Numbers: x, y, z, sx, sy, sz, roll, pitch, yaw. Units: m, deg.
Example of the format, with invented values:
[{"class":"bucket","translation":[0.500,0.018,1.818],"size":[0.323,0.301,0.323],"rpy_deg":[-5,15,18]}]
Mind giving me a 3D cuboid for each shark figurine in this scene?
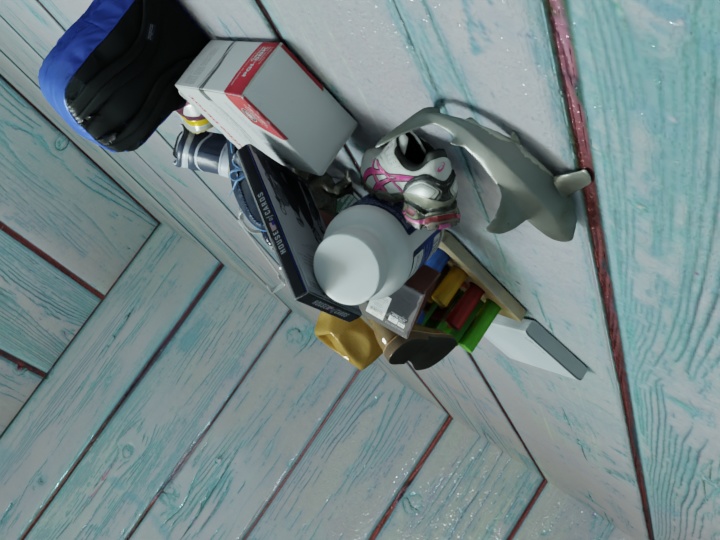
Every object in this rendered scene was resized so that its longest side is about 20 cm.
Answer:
[{"class":"shark figurine","translation":[0.122,-0.083,0.846],"size":[0.213,0.090,0.128],"rpy_deg":[36,169,-6]}]

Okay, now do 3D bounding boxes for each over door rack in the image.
[{"class":"over door rack","translation":[-0.172,-0.085,1.668],"size":[0.149,0.066,0.202],"rpy_deg":[-100,-6,-46]}]

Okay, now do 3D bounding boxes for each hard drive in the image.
[{"class":"hard drive","translation":[0.258,0.114,1.455],"size":[0.131,0.027,0.199],"rpy_deg":[40,169,-19]}]

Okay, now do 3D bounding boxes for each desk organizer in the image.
[{"class":"desk organizer","translation":[0.000,0.000,1.205],"size":[0.198,0.073,0.077],"rpy_deg":[28,-149,13]}]

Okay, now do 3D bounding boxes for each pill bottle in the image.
[{"class":"pill bottle","translation":[0.021,-0.032,1.078],"size":[0.110,0.112,0.200],"rpy_deg":[34,-152,9]}]

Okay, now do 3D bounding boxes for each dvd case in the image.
[{"class":"dvd case","translation":[-0.071,-0.042,1.084],"size":[0.150,0.025,0.202],"rpy_deg":[29,-144,-63]}]

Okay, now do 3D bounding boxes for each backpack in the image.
[{"class":"backpack","translation":[-0.312,-0.261,1.181],"size":[0.167,0.201,0.162],"rpy_deg":[26,167,45]}]

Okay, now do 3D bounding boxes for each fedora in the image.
[{"class":"fedora","translation":[-0.012,0.090,1.374],"size":[0.200,0.082,0.201],"rpy_deg":[37,165,11]}]

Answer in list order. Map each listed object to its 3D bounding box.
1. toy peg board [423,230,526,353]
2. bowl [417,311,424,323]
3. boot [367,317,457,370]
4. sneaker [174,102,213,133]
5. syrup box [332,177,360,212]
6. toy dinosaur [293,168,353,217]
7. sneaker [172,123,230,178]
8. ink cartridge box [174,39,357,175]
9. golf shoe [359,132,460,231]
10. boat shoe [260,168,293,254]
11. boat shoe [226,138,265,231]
[{"class":"toy peg board","translation":[0.108,0.026,1.358],"size":[0.199,0.098,0.199],"rpy_deg":[42,169,-30]},{"class":"bowl","translation":[0.014,0.028,1.372],"size":[0.200,0.040,0.201],"rpy_deg":[37,166,11]},{"class":"boot","translation":[0.075,0.091,1.277],"size":[0.076,0.074,0.199],"rpy_deg":[52,-166,26]},{"class":"sneaker","translation":[-0.282,-0.287,1.381],"size":[0.199,0.075,0.091],"rpy_deg":[33,149,37]},{"class":"syrup box","translation":[-0.072,-0.100,1.453],"size":[0.081,0.079,0.199],"rpy_deg":[41,169,-28]},{"class":"toy dinosaur","translation":[-0.056,-0.087,1.301],"size":[0.100,0.204,0.077],"rpy_deg":[-8,179,1]},{"class":"sneaker","translation":[-0.230,-0.188,1.438],"size":[0.107,0.071,0.200],"rpy_deg":[13,-171,2]},{"class":"ink cartridge box","translation":[-0.119,-0.204,1.117],"size":[0.147,0.083,0.199],"rpy_deg":[42,169,-35]},{"class":"golf shoe","translation":[0.055,-0.117,1.017],"size":[0.200,0.071,0.094],"rpy_deg":[-140,42,-58]},{"class":"boat shoe","translation":[-0.129,-0.123,1.335],"size":[0.093,0.074,0.203],"rpy_deg":[61,-169,-85]},{"class":"boat shoe","translation":[-0.156,-0.153,1.261],"size":[0.069,0.083,0.203],"rpy_deg":[112,138,-76]}]
